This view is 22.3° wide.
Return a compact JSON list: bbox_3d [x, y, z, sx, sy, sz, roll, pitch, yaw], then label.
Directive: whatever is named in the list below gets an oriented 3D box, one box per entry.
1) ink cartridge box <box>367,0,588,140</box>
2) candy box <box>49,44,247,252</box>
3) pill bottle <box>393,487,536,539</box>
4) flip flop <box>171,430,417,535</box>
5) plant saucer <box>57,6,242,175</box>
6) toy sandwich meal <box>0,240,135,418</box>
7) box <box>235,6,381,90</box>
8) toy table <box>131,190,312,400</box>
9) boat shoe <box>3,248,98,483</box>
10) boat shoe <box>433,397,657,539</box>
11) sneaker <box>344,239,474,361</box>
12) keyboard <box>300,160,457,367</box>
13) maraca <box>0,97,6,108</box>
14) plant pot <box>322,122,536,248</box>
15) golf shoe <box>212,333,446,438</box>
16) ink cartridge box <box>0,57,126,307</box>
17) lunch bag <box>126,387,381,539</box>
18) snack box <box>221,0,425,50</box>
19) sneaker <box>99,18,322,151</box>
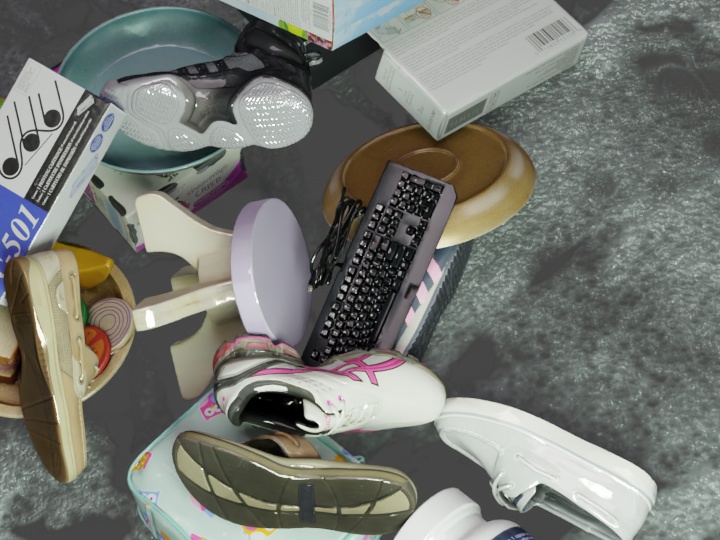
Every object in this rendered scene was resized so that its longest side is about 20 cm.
[{"bbox_3d":[0.091,-0.232,1.746,0.199,0.044,0.174,-30,65,-31],"label":"ink cartridge box"},{"bbox_3d":[-0.220,-0.130,1.753,0.136,0.061,0.200,-34,60,-17],"label":"candy box"},{"bbox_3d":[0.118,0.269,1.430,0.116,0.116,0.200,-41,63,-18],"label":"pill bottle"},{"bbox_3d":[-0.052,0.162,1.457,0.198,0.082,0.058,6,39,4],"label":"flip flop"},{"bbox_3d":[-0.188,-0.161,1.712,0.198,0.036,0.201,-1,56,2],"label":"plant saucer"},{"bbox_3d":[-0.303,0.039,1.652,0.203,0.070,0.207,-3,58,5],"label":"toy sandwich meal"},{"bbox_3d":[-0.053,-0.297,1.827,0.141,0.079,0.200,-31,60,-17],"label":"box"},{"bbox_3d":[-0.120,0.013,1.595,0.116,0.200,0.186,-11,87,11],"label":"toy table"},{"bbox_3d":[-0.256,0.083,1.579,0.064,0.202,0.071,-14,12,-35],"label":"boat shoe"},{"bbox_3d":[0.145,0.171,1.522,0.199,0.072,0.069,25,64,11],"label":"boat shoe"},{"bbox_3d":[0.039,0.012,1.627,0.081,0.070,0.201,21,61,16],"label":"sneaker"},{"bbox_3d":[0.000,0.000,1.575,0.103,0.040,0.201,21,82,24],"label":"keyboard"},{"bbox_3d":[-0.356,-0.108,1.720,0.199,0.138,0.107,25,35,28],"label":"maraca"},{"bbox_3d":[0.060,-0.085,1.665,0.198,0.028,0.201,-9,34,6],"label":"plant pot"},{"bbox_3d":[-0.024,0.111,1.503,0.198,0.073,0.092,5,33,-12],"label":"golf shoe"},{"bbox_3d":[-0.298,-0.076,1.615,0.094,0.044,0.201,28,89,17],"label":"ink cartridge box"},{"bbox_3d":[-0.080,0.193,1.525,0.200,0.077,0.160,36,64,23],"label":"lunch bag"},{"bbox_3d":[-0.044,-0.291,1.691,0.199,0.068,0.168,26,42,32],"label":"snack box"},{"bbox_3d":[-0.131,-0.169,1.654,0.198,0.076,0.114,4,45,12],"label":"sneaker"}]
